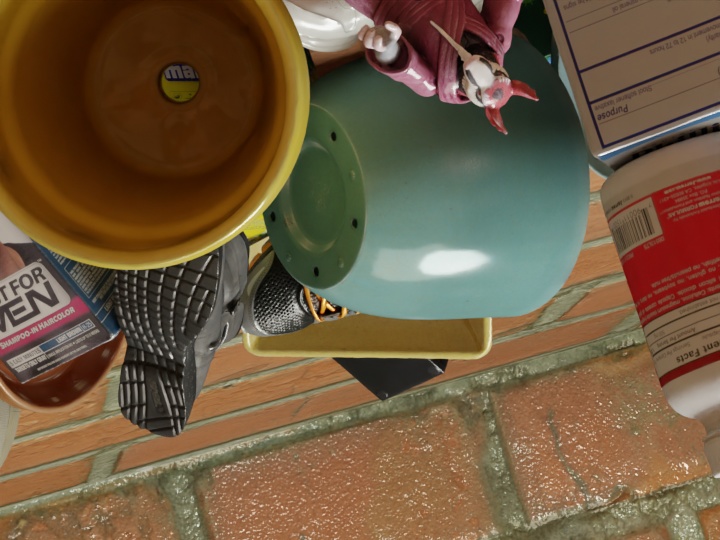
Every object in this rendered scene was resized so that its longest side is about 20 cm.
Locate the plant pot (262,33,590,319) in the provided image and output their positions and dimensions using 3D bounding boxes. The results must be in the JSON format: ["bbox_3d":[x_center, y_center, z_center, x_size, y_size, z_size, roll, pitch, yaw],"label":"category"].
[{"bbox_3d":[0.029,-0.059,1.503,0.160,0.202,0.200,-8,166,-35],"label":"plant pot"}]

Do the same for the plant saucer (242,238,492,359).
[{"bbox_3d":[0.004,-0.029,1.738,0.199,0.201,0.049,1,-152,5],"label":"plant saucer"}]

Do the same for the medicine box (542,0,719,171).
[{"bbox_3d":[0.212,-0.184,1.412,0.181,0.201,0.103,-20,168,16],"label":"medicine box"}]

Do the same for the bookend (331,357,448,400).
[{"bbox_3d":[0.010,-0.020,2.121,0.092,0.199,0.201,-27,-151,43],"label":"bookend"}]

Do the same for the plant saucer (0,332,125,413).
[{"bbox_3d":[-0.240,0.008,1.703,0.032,0.202,0.200,6,-179,29],"label":"plant saucer"}]

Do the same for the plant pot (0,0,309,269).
[{"bbox_3d":[-0.124,-0.110,1.339,0.200,0.202,0.189,-19,-175,7],"label":"plant pot"}]

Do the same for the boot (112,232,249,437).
[{"bbox_3d":[-0.113,0.003,1.495,0.132,0.069,0.201,-62,172,-46],"label":"boot"}]

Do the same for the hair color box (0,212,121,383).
[{"bbox_3d":[-0.246,-0.028,1.483,0.100,0.200,0.061,-26,-159,35],"label":"hair color box"}]

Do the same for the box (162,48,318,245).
[{"bbox_3d":[-0.151,-0.073,1.599,0.192,0.123,0.199,-27,166,39],"label":"box"}]

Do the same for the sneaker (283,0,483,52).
[{"bbox_3d":[0.016,-0.198,1.441,0.199,0.075,0.100,-10,148,-35],"label":"sneaker"}]

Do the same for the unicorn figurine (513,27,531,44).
[{"bbox_3d":[0.115,-0.086,1.584,0.074,0.200,0.138,-13,135,-24],"label":"unicorn figurine"}]

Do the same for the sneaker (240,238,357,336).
[{"bbox_3d":[0.000,0.000,1.651,0.199,0.079,0.077,-24,-147,-5],"label":"sneaker"}]

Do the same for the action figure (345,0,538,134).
[{"bbox_3d":[0.027,-0.150,1.283,0.134,0.200,0.149,-25,159,-22],"label":"action figure"}]

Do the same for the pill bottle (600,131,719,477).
[{"bbox_3d":[0.231,0.022,1.399,0.112,0.201,0.112,-16,169,-3],"label":"pill bottle"}]

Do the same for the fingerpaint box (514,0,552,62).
[{"bbox_3d":[0.124,-0.162,1.717,0.166,0.074,0.200,-21,168,16],"label":"fingerpaint box"}]

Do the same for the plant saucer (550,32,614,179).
[{"bbox_3d":[0.184,-0.164,1.580,0.039,0.202,0.201,13,-170,38],"label":"plant saucer"}]

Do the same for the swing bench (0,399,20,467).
[{"bbox_3d":[-0.372,0.065,1.658,0.130,0.199,0.199,-64,159,6],"label":"swing bench"}]
